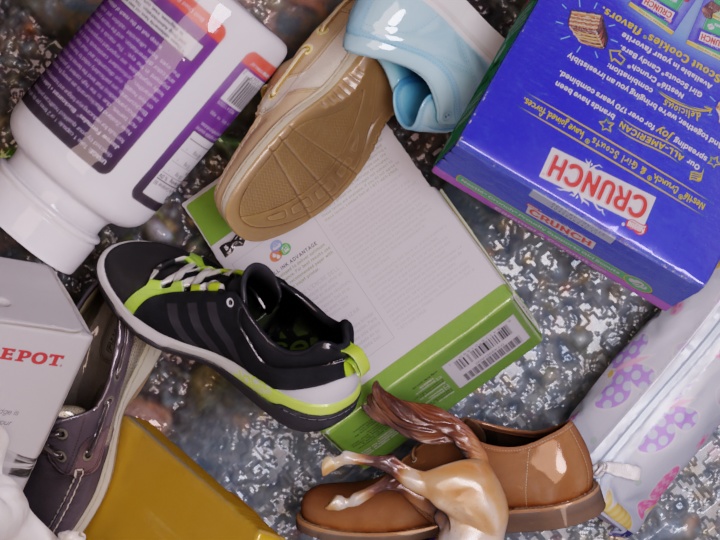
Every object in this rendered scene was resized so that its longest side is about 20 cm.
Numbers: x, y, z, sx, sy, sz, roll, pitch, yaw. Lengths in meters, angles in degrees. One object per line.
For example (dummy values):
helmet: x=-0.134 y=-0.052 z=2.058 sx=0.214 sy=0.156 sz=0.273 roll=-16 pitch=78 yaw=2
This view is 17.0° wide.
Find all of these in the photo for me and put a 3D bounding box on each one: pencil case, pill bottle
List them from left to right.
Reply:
pill bottle: x=-0.149 y=-0.099 z=1.510 sx=0.111 sy=0.111 sz=0.200 roll=41 pitch=93 yaw=-3
pencil case: x=0.198 y=0.071 z=1.534 sx=0.083 sy=0.091 sz=0.200 roll=40 pitch=92 yaw=24

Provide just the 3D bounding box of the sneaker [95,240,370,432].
sneaker: x=-0.073 y=0.018 z=1.463 sx=0.200 sy=0.072 sz=0.083 roll=29 pitch=135 yaw=21

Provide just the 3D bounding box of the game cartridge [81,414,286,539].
game cartridge: x=-0.135 y=0.206 z=1.501 sx=0.032 sy=0.200 sz=0.177 roll=25 pitch=95 yaw=-38

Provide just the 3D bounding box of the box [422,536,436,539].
box: x=-0.013 y=0.252 z=1.532 sx=0.200 sy=0.122 sz=0.106 roll=-27 pitch=96 yaw=3

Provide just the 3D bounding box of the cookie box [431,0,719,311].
cookie box: x=0.165 y=-0.106 z=1.433 sx=0.171 sy=0.075 sz=0.200 roll=31 pitch=72 yaw=-1

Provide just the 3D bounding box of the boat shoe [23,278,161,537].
boat shoe: x=-0.187 y=0.091 z=1.538 sx=0.072 sy=0.065 sz=0.200 roll=27 pitch=91 yaw=32

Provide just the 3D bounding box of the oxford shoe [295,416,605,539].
oxford shoe: x=0.050 y=0.127 z=1.498 sx=0.199 sy=0.071 sz=0.071 roll=-10 pitch=103 yaw=18

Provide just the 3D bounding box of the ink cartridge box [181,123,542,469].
ink cartridge box: x=0.000 y=0.000 z=1.544 sx=0.148 sy=0.076 sz=0.200 roll=-36 pitch=60 yaw=3

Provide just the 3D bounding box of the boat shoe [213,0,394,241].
boat shoe: x=-0.027 y=-0.104 z=1.522 sx=0.200 sy=0.069 sz=0.074 roll=-48 pitch=133 yaw=-13

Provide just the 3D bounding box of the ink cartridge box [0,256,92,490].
ink cartridge box: x=-0.274 y=0.087 z=1.480 sx=0.146 sy=0.084 sz=0.200 roll=10 pitch=118 yaw=-34

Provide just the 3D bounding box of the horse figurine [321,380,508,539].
horse figurine: x=0.045 y=0.166 z=1.440 sx=0.132 sy=0.050 sz=0.201 roll=-3 pitch=96 yaw=0

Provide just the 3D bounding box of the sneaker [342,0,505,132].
sneaker: x=0.058 y=-0.113 z=1.497 sx=0.200 sy=0.074 sz=0.082 roll=38 pitch=84 yaw=-33

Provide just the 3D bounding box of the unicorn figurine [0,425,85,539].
unicorn figurine: x=-0.241 y=0.151 z=1.450 sx=0.199 sy=0.074 sz=0.138 roll=-11 pitch=132 yaw=0
